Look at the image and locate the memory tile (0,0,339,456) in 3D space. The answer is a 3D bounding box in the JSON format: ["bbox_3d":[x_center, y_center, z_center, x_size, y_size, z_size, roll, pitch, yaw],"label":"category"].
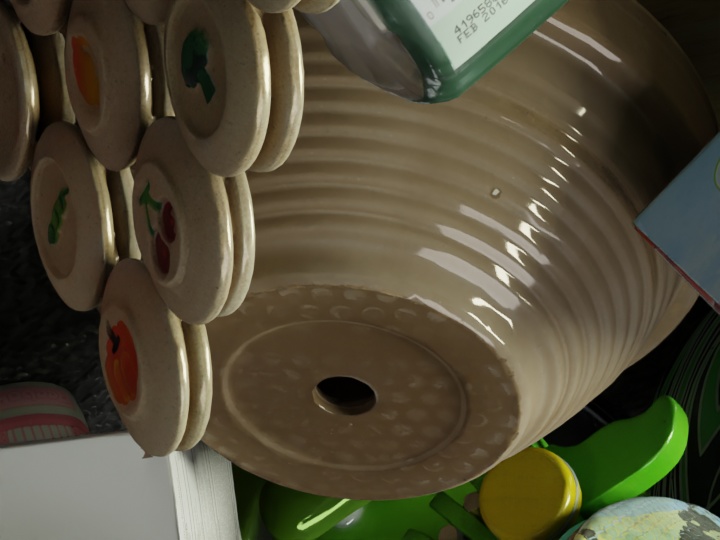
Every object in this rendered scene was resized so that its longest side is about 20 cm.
[{"bbox_3d":[-0.056,-0.065,0.614,0.017,0.154,0.200,-9,141,-26],"label":"memory tile"}]

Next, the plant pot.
[{"bbox_3d":[0.000,0.000,0.723,0.200,0.093,0.201,6,141,5],"label":"plant pot"}]

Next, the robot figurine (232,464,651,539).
[{"bbox_3d":[0.028,0.109,0.890,0.116,0.199,0.175,-61,146,-13],"label":"robot figurine"}]

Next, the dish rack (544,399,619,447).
[{"bbox_3d":[0.035,0.135,1.045,0.200,0.055,0.153,-33,145,13],"label":"dish rack"}]

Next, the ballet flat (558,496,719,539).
[{"bbox_3d":[0.129,0.122,0.797,0.074,0.074,0.200,-37,144,15],"label":"ballet flat"}]

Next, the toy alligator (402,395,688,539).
[{"bbox_3d":[0.023,0.110,0.785,0.200,0.054,0.059,-52,143,-3],"label":"toy alligator"}]

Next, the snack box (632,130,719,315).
[{"bbox_3d":[0.182,-0.037,0.724,0.169,0.068,0.200,-46,156,10],"label":"snack box"}]

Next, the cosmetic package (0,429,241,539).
[{"bbox_3d":[-0.141,0.082,0.764,0.199,0.051,0.083,-8,174,9],"label":"cosmetic package"}]

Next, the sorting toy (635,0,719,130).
[{"bbox_3d":[0.129,-0.088,0.789,0.199,0.070,0.199,-14,145,-19],"label":"sorting toy"}]

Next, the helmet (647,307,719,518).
[{"bbox_3d":[0.196,0.087,0.958,0.190,0.200,0.200,-19,146,-19],"label":"helmet"}]

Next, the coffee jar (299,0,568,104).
[{"bbox_3d":[0.059,-0.133,0.614,0.200,0.104,0.085,-40,109,-7],"label":"coffee jar"}]

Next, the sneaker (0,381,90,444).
[{"bbox_3d":[-0.128,0.139,0.888,0.075,0.105,0.201,-6,143,-32],"label":"sneaker"}]
